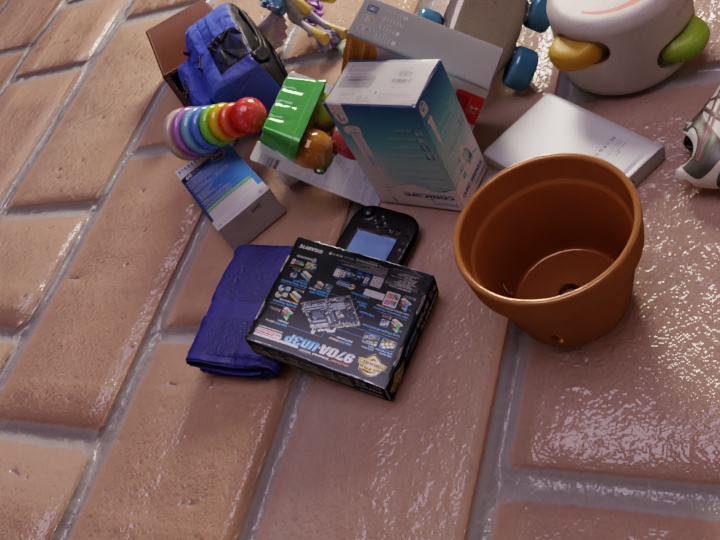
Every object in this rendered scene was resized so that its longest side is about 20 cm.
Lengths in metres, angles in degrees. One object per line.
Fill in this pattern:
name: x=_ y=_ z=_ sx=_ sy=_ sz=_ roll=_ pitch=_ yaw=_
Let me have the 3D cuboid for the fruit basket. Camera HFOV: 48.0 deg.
fruit basket: x=-0.044 y=-0.195 z=1.209 sx=0.199 sy=0.094 sz=0.186 roll=23 pitch=61 yaw=-8

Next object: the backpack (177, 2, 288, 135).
backpack: x=-0.224 y=-0.346 z=1.380 sx=0.167 sy=0.163 sz=0.201 roll=-27 pitch=59 yaw=6

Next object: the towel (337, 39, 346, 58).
towel: x=0.056 y=-0.316 z=1.273 sx=0.152 sy=0.023 sz=0.201 roll=-9 pitch=45 yaw=-15

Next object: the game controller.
game controller: x=0.000 y=0.000 z=1.081 sx=0.104 sy=0.042 sz=0.201 roll=12 pitch=63 yaw=36

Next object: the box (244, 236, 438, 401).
box: x=-0.022 y=0.055 z=1.009 sx=0.199 sy=0.046 sz=0.160 roll=16 pitch=65 yaw=21

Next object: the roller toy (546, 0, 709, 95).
roller toy: x=0.347 y=-0.343 z=1.086 sx=0.199 sy=0.140 sz=0.183 roll=-16 pitch=48 yaw=19

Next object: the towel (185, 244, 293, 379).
towel: x=-0.141 y=0.056 z=1.118 sx=0.147 sy=0.050 sz=0.201 roll=4 pitch=56 yaw=24

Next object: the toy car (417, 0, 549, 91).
toy car: x=0.171 y=-0.364 z=1.225 sx=0.200 sy=0.183 sz=0.178 roll=-140 pitch=69 yaw=-84

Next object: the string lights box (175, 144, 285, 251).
string lights box: x=-0.212 y=-0.127 z=1.293 sx=0.103 sy=0.059 sz=0.200 roll=-39 pitch=45 yaw=-3

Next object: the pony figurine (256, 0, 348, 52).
pony figurine: x=-0.115 y=-0.468 z=1.444 sx=0.200 sy=0.193 sz=0.167 roll=36 pitch=79 yaw=24

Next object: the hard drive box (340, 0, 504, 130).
hard drive box: x=0.076 y=-0.263 z=1.110 sx=0.199 sy=0.156 sz=0.077 roll=21 pitch=62 yaw=4

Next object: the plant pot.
plant pot: x=0.218 y=-0.010 z=0.893 sx=0.199 sy=0.140 sz=0.201 roll=-15 pitch=49 yaw=19

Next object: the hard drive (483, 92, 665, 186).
hard drive: x=0.273 y=-0.151 z=1.054 sx=0.132 sy=0.026 sz=0.200 roll=-42 pitch=45 yaw=-6

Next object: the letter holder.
letter holder: x=-0.313 y=-0.417 z=1.558 sx=0.142 sy=0.101 sz=0.200 roll=-31 pitch=45 yaw=1

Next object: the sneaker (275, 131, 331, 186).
sneaker: x=-0.081 y=-0.220 z=1.288 sx=0.080 sy=0.077 sz=0.201 roll=3 pitch=58 yaw=20

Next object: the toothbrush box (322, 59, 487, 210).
toothbrush box: x=0.064 y=-0.177 z=1.075 sx=0.146 sy=0.200 sz=0.086 roll=10 pitch=59 yaw=36

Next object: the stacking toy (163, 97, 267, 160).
stacking toy: x=-0.219 y=-0.224 z=1.245 sx=0.199 sy=0.085 sz=0.086 roll=-4 pitch=52 yaw=46

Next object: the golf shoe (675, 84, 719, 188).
golf shoe: x=0.428 y=-0.183 z=0.959 sx=0.088 sy=0.077 sz=0.201 roll=-3 pitch=53 yaw=37
